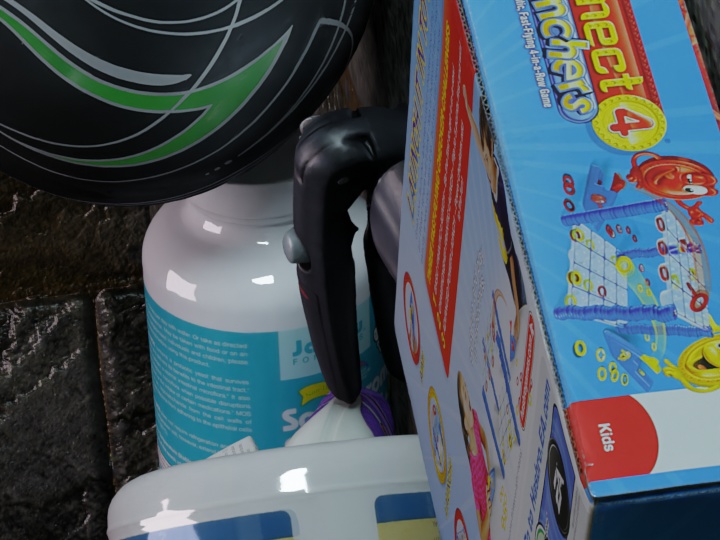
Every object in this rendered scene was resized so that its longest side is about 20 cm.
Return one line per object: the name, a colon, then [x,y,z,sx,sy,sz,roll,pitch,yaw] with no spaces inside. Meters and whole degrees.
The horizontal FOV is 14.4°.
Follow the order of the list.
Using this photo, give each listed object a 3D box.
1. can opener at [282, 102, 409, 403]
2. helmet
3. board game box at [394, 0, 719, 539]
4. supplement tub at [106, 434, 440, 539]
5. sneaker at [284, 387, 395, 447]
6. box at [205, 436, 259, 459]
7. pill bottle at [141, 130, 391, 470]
can opener: [0.000,0.000,1.121,0.200,0.063,0.079,98,163,-62]
helmet: [-0.091,-0.124,1.174,0.200,0.190,0.201,-162,90,-77]
board game box: [0.055,0.029,0.732,0.200,0.056,0.196,93,169,-53]
supplement tub: [-0.014,0.170,1.062,0.145,0.144,0.201,122,141,-79]
sneaker: [0.007,0.141,1.254,0.084,0.080,0.201,-63,-25,-57]
box: [-0.015,0.163,1.192,0.200,0.039,0.041,61,-178,-21]
pill bottle: [-0.042,0.031,1.294,0.111,0.110,0.201,-108,13,-57]
